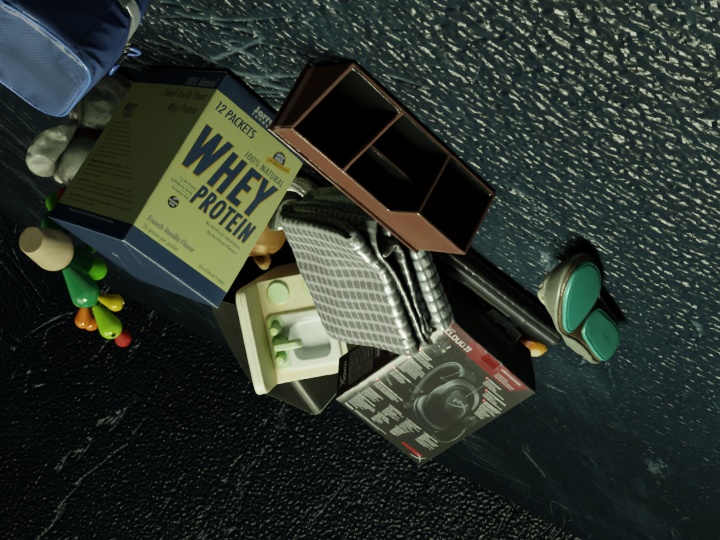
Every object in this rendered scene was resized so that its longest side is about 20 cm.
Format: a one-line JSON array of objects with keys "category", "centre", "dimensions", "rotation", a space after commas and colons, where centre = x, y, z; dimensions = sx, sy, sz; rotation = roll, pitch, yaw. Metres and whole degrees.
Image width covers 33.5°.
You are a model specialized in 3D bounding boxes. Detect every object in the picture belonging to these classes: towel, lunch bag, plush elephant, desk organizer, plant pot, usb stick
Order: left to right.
[{"category": "lunch bag", "centre": [-0.285, -0.247, 1.071], "dimensions": [0.199, 0.133, 0.135], "rotation": [36, 151, -19]}, {"category": "plush elephant", "centre": [-0.321, -0.156, 1.442], "dimensions": [0.164, 0.156, 0.199], "rotation": [37, 167, -26]}, {"category": "plant pot", "centre": [-0.097, 0.056, 1.710], "dimensions": [0.178, 0.200, 0.199], "rotation": [50, 161, -25]}, {"category": "towel", "centre": [0.000, 0.000, 1.296], "dimensions": [0.199, 0.085, 0.167], "rotation": [12, 127, 58]}, {"category": "desk organizer", "centre": [0.023, -0.096, 1.060], "dimensions": [0.199, 0.072, 0.077], "rotation": [38, 164, -31]}, {"category": "usb stick", "centre": [0.147, 0.021, 1.319], "dimensions": [0.199, 0.033, 0.055], "rotation": [36, 174, -21]}]

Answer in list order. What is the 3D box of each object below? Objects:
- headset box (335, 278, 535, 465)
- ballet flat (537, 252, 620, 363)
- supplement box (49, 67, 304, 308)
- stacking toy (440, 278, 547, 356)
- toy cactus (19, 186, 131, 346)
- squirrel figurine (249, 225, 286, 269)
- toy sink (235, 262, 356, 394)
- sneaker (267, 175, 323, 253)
[{"category": "headset box", "centre": [0.092, 0.114, 1.367], "dimensions": [0.148, 0.199, 0.078], "rotation": [39, -151, -25]}, {"category": "ballet flat", "centre": [0.202, 0.033, 1.155], "dimensions": [0.063, 0.068, 0.200], "rotation": [31, 170, 32]}, {"category": "supplement box", "centre": [-0.194, -0.094, 1.278], "dimensions": [0.134, 0.201, 0.199], "rotation": [38, 166, -35]}, {"category": "stacking toy", "centre": [0.127, 0.067, 1.432], "dimensions": [0.198, 0.111, 0.116], "rotation": [18, 164, 7]}, {"category": "toy cactus", "centre": [-0.322, -0.015, 1.358], "dimensions": [0.165, 0.101, 0.202], "rotation": [37, -146, -70]}, {"category": "squirrel figurine", "centre": [-0.189, -0.050, 1.502], "dimensions": [0.185, 0.143, 0.199], "rotation": [11, -167, 40]}, {"category": "toy sink", "centre": [-0.067, 0.062, 1.502], "dimensions": [0.111, 0.132, 0.200], "rotation": [-11, -174, 13]}, {"category": "sneaker", "centre": [-0.036, -0.033, 1.434], "dimensions": [0.200, 0.080, 0.074], "rotation": [38, 165, -32]}]
